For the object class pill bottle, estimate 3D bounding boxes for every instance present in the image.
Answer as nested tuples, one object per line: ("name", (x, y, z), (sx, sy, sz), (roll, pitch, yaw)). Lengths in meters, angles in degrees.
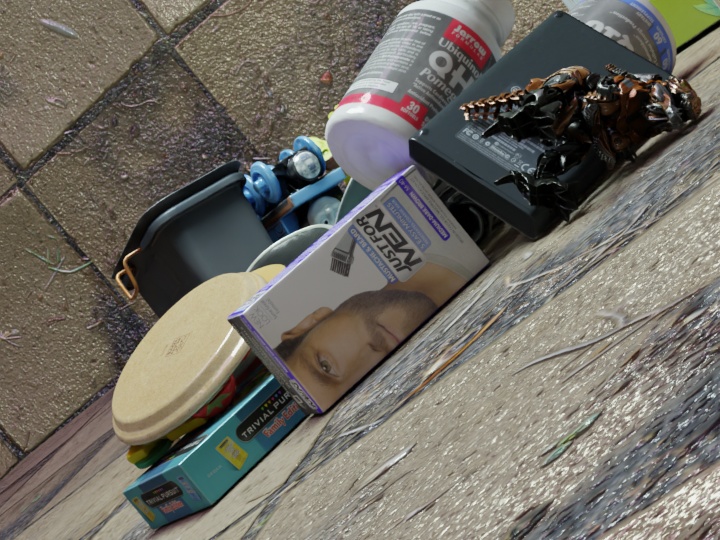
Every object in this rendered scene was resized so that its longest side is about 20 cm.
("pill bottle", (0.060, -0.170, 1.648), (0.200, 0.111, 0.111), (-58, 13, -28))
("pill bottle", (0.196, -0.165, 1.684), (0.200, 0.114, 0.114), (-45, 7, -38))

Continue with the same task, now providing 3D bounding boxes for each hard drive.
("hard drive", (0.158, -0.129, 1.557), (0.200, 0.139, 0.033), (-42, -30, -24))

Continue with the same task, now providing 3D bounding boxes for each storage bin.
("storage bin", (-0.159, 0.006, 1.857), (0.145, 0.135, 0.200), (-31, -10, -27))

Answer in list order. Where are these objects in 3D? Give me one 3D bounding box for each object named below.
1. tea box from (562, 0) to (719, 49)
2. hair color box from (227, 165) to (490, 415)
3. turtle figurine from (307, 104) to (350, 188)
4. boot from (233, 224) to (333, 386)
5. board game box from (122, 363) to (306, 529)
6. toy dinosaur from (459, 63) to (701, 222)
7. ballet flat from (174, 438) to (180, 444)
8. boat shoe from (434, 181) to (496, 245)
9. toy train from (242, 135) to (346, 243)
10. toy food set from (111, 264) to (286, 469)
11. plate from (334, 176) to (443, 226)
("tea box", (0.349, -0.334, 1.945), (0.200, 0.134, 0.197), (-43, 6, -35))
("hair color box", (-0.001, 0.017, 1.553), (0.200, 0.109, 0.065), (-42, 7, -16))
("turtle figurine", (-0.004, -0.097, 2.001), (0.200, 0.064, 0.161), (-41, -39, -2))
("boot", (-0.068, 0.047, 1.780), (0.200, 0.072, 0.144), (-46, -27, 4))
("board game box", (-0.103, 0.136, 1.620), (0.200, 0.047, 0.151), (-42, 5, -30))
("toy dinosaur", (0.170, -0.118, 1.474), (0.200, 0.102, 0.136), (-18, 23, 49))
("ballet flat", (-0.146, 0.133, 1.902), (0.200, 0.068, 0.067), (-42, 32, 18))
("boat shoe", (0.093, -0.048, 1.725), (0.068, 0.072, 0.200), (11, 25, 39))
("toy train", (-0.073, -0.061, 1.897), (0.087, 0.115, 0.200), (-33, 1, -26))
("toy food set", (-0.149, 0.081, 1.651), (0.198, 0.049, 0.200), (-31, 28, 32))
("plate", (0.043, -0.052, 1.746), (0.200, 0.026, 0.201), (-35, -43, -41))
